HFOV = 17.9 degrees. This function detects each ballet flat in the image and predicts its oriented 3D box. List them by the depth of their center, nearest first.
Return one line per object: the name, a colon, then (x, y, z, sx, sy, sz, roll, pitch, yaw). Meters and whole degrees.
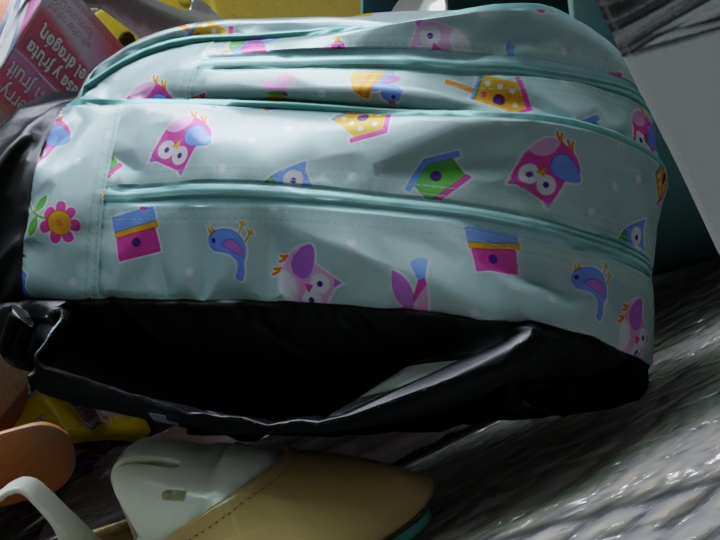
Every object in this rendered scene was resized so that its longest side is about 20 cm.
ballet flat: (-0.076, 0.086, 0.690, 0.200, 0.063, 0.069, -25, 7, 16)

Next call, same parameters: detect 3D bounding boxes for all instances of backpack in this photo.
backpack: (-0.006, -0.011, 0.705, 0.200, 0.127, 0.167, -2, -7, 28)

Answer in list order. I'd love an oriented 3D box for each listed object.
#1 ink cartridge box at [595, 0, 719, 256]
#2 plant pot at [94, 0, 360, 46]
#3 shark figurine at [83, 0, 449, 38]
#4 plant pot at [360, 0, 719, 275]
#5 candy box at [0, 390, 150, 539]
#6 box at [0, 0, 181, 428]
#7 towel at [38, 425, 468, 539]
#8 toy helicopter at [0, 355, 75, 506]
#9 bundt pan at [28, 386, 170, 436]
ink cartridge box: (0.102, -0.064, 0.518, 0.084, 0.200, 0.144, -25, 5, 12)
plant pot: (-0.045, -0.077, 1.188, 0.176, 0.200, 0.200, -5, -12, -45)
shark figurine: (-0.015, -0.089, 0.842, 0.090, 0.214, 0.128, -62, -21, -15)
plant pot: (0.110, -0.091, 0.875, 0.161, 0.201, 0.201, -5, -3, -20)
candy box: (-0.146, 0.088, 0.940, 0.102, 0.026, 0.200, -35, -5, 1)
box: (-0.123, -0.032, 0.867, 0.102, 0.200, 0.095, 21, 74, 32)
towel: (-0.034, 0.065, 0.888, 0.200, 0.032, 0.191, -26, 4, 1)
toy helicopter: (-0.178, 0.081, 0.767, 0.200, 0.079, 0.132, -47, 30, -20)
bundt pan: (-0.142, 0.042, 1.063, 0.202, 0.076, 0.202, -35, -13, -10)
